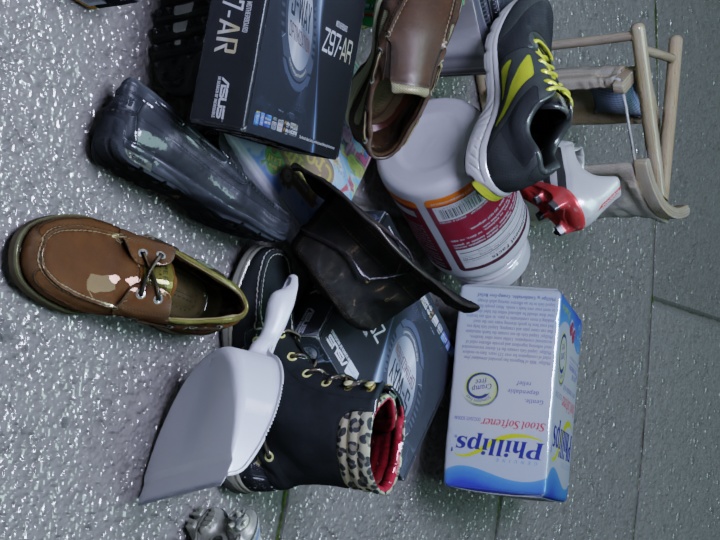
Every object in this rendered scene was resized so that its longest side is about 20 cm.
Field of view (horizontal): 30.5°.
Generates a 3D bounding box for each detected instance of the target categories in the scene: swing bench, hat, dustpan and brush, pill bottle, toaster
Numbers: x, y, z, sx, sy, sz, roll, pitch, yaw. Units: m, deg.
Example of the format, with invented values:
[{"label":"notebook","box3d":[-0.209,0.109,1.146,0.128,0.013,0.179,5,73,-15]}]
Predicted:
[{"label":"swing bench","box3d":[0.235,-0.148,1.415,0.130,0.198,0.201,-3,92,-55]},{"label":"hat","box3d":[0.000,0.000,1.091,0.081,0.200,0.201,-51,138,-1]},{"label":"dustpan and brush","box3d":[-0.090,0.083,0.992,0.057,0.139,0.201,27,61,-28]},{"label":"pill bottle","box3d":[0.098,-0.065,1.280,0.200,0.112,0.113,56,46,-51]},{"label":"toaster","box3d":[0.092,-0.262,1.265,0.114,0.129,0.201,-35,118,-49]}]

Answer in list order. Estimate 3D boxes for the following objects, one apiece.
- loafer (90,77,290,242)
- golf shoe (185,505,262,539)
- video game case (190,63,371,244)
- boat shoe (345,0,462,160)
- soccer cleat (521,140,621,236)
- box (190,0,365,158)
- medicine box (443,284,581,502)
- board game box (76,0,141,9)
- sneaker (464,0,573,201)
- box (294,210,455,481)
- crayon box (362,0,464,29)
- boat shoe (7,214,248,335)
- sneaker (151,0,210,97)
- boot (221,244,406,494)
[{"label":"loafer","box3d":[-0.118,-0.078,1.009,0.200,0.068,0.071,33,71,-47]},{"label":"golf shoe","box3d":[-0.120,0.281,1.003,0.200,0.078,0.097,-58,140,-37]},{"label":"video game case","box3d":[-0.053,-0.137,1.146,0.200,0.022,0.183,55,47,-40]},{"label":"boat shoe","box3d":[0.044,-0.175,1.106,0.074,0.203,0.075,1,49,-18]},{"label":"soccer cleat","box3d":[0.181,-0.109,1.348,0.085,0.200,0.069,-31,135,-16]},{"label":"box","box3d":[-0.056,-0.176,1.008,0.200,0.043,0.161,7,94,-72]},{"label":"medicine box","box3d":[0.158,0.129,1.342,0.182,0.102,0.201,35,59,-71]},{"label":"board game box","box3d":[-0.215,-0.292,0.879,0.200,0.056,0.166,24,71,-53]},{"label":"sneaker","box3d":[0.156,-0.156,1.171,0.074,0.084,0.201,27,67,-42]},{"label":"box","box3d":[0.014,0.070,1.225,0.200,0.043,0.161,61,42,-35]},{"label":"crayon box","box3d":[0.034,-0.322,1.173,0.058,0.118,0.201,30,59,-52]},{"label":"boat shoe","box3d":[-0.159,0.002,0.948,0.200,0.068,0.072,17,76,-55]},{"label":"sneaker","box3d":[-0.104,-0.218,1.033,0.090,0.066,0.201,31,62,-49]},{"label":"boot","box3d":[-0.035,0.080,1.054,0.073,0.153,0.205,15,76,-55]}]
